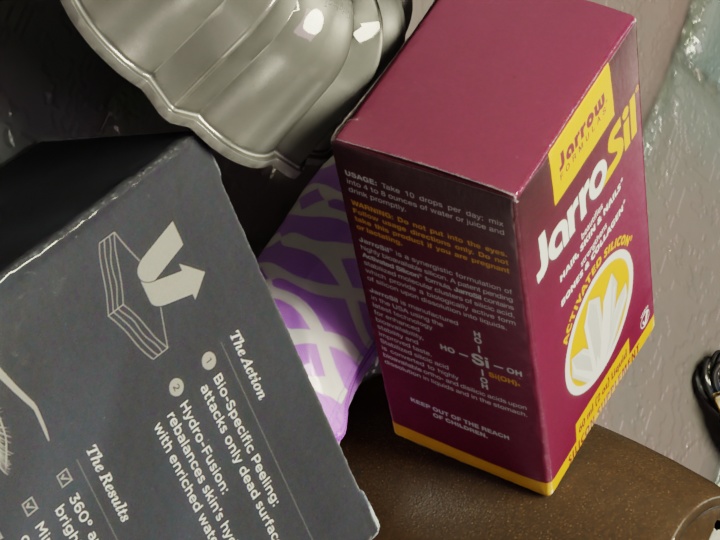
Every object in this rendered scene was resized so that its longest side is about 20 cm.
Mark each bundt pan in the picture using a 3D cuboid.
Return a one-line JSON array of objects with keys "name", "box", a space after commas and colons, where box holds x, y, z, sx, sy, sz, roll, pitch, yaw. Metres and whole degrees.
[{"name": "bundt pan", "box": [-0.053, -0.142, 0.847, 0.202, 0.076, 0.202, 40, 26, -25]}]

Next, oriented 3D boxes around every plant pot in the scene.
[{"name": "plant pot", "box": [0.091, 0.145, 0.976, 0.186, 0.199, 0.188, 0, 91, -45]}]

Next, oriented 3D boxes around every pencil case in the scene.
[{"name": "pencil case", "box": [0.000, 0.000, 0.965, 0.200, 0.085, 0.084, -55, 161, -25]}]

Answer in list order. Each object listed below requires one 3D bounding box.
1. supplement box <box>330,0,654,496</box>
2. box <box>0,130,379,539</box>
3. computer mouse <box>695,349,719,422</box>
[{"name": "supplement box", "box": [0.063, -0.013, 0.879, 0.111, 0.085, 0.201, -54, 150, -30]}, {"name": "box", "box": [-0.123, 0.077, 0.823, 0.200, 0.117, 0.197, -39, 116, -36]}, {"name": "computer mouse", "box": [0.277, 0.044, 1.270, 0.200, 0.044, 0.110, -48, 117, -26]}]
